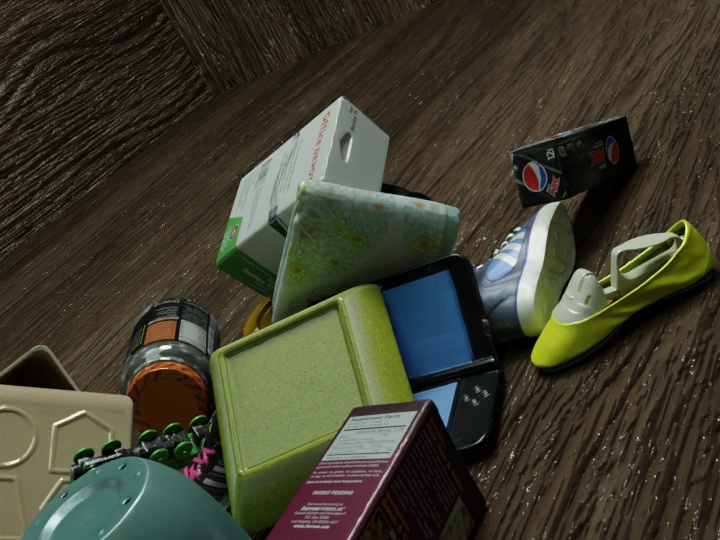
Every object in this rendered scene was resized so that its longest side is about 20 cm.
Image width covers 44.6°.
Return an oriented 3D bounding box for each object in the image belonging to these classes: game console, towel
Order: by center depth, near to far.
[{"bbox_3d":[0.026,0.099,0.846,0.198,0.120,0.173,-19,23,26],"label":"game console"},{"bbox_3d":[0.000,0.000,0.933,0.168,0.202,0.049,7,42,-12],"label":"towel"}]

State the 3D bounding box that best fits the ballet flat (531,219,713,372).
[{"bbox_3d":[0.237,0.017,0.826,0.198,0.068,0.067,-30,22,0],"label":"ballet flat"}]

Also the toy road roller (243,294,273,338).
[{"bbox_3d":[-0.075,0.046,1.099,0.146,0.123,0.200,-41,22,2],"label":"toy road roller"}]

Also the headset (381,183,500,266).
[{"bbox_3d":[0.069,-0.036,1.039,0.198,0.125,0.094,24,41,16],"label":"headset"}]

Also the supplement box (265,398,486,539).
[{"bbox_3d":[0.005,0.205,0.650,0.085,0.111,0.200,-12,27,38],"label":"supplement box"}]

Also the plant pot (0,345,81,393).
[{"bbox_3d":[-0.404,0.229,1.034,0.199,0.201,0.177,-38,10,-23],"label":"plant pot"}]

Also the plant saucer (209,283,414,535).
[{"bbox_3d":[-0.056,0.117,0.827,0.198,0.048,0.202,-25,52,9],"label":"plant saucer"}]

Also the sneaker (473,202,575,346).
[{"bbox_3d":[0.145,0.004,0.953,0.145,0.081,0.201,-10,34,32],"label":"sneaker"}]

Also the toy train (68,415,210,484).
[{"bbox_3d":[-0.214,0.198,0.936,0.198,0.057,0.042,-10,41,-37],"label":"toy train"}]

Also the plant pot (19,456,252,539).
[{"bbox_3d":[-0.185,0.255,0.715,0.198,0.162,0.201,-26,22,11],"label":"plant pot"}]

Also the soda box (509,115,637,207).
[{"bbox_3d":[0.257,-0.132,1.046,0.063,0.072,0.199,-9,9,42],"label":"soda box"}]

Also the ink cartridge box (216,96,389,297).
[{"bbox_3d":[-0.065,-0.082,1.009,0.199,0.083,0.148,-32,34,39],"label":"ink cartridge box"}]

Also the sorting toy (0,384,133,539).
[{"bbox_3d":[-0.334,0.216,0.917,0.037,0.182,0.203,127,144,-48],"label":"sorting toy"}]

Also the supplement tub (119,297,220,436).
[{"bbox_3d":[-0.241,0.125,1.126,0.121,0.124,0.200,-28,21,3],"label":"supplement tub"}]

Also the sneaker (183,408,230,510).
[{"bbox_3d":[-0.144,0.189,0.907,0.198,0.088,0.074,-32,21,-5],"label":"sneaker"}]
